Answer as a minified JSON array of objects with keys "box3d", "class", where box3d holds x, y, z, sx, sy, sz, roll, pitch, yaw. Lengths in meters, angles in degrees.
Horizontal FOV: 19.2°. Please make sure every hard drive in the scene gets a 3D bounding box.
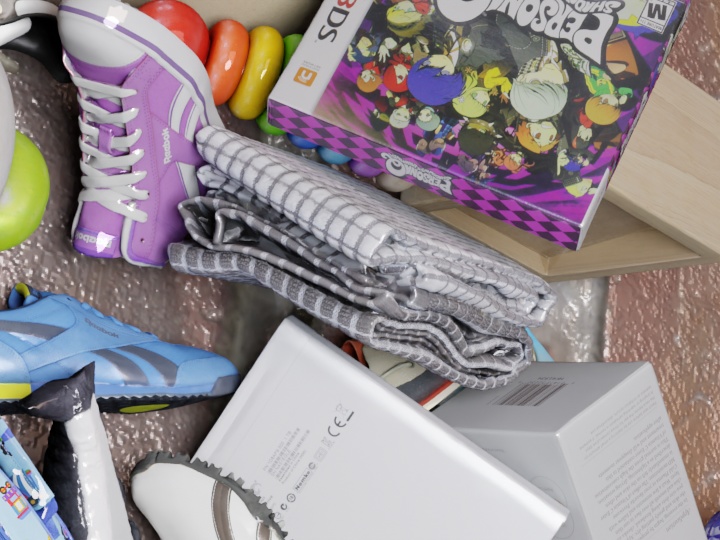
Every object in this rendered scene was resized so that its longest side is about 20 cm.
[{"box3d":[0.004,0.137,1.252,0.200,0.027,0.132,35,101,6],"class":"hard drive"}]

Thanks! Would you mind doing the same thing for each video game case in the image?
[{"box3d":[0.072,-0.126,1.258,0.200,0.036,0.181,23,64,10],"class":"video game case"}]

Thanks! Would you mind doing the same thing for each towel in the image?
[{"box3d":[0.000,0.000,1.255,0.200,0.165,0.086,16,101,-56],"class":"towel"}]

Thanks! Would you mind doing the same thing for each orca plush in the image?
[{"box3d":[-0.170,0.153,1.189,0.105,0.071,0.200,-84,166,-56],"class":"orca plush"}]

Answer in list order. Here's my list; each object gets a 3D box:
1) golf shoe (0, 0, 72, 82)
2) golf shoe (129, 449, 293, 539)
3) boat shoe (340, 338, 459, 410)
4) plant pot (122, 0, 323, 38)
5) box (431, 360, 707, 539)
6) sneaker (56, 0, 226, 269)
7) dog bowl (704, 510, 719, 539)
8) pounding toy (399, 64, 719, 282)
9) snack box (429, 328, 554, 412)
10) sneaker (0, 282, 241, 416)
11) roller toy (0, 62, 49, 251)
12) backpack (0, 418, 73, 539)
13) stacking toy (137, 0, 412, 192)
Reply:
[{"box3d":[-0.227,-0.174,1.213,0.200,0.078,0.095,20,63,-28],"class":"golf shoe"},{"box3d":[-0.073,0.188,1.200,0.200,0.078,0.094,44,57,13],"class":"golf shoe"},{"box3d":[0.004,0.074,1.336,0.200,0.071,0.063,-38,98,-29],"class":"boat shoe"},{"box3d":[-0.061,-0.246,1.319,0.200,0.134,0.201,8,75,-33],"class":"plant pot"},{"box3d":[0.135,0.165,1.319,0.097,0.124,0.200,-32,110,-38],"class":"box"},{"box3d":[-0.135,-0.068,1.220,0.114,0.073,0.201,-62,151,-20],"class":"sneaker"},{"box3d":[0.288,0.255,1.428,0.200,0.079,0.201,21,67,-59],"class":"dog bowl"},{"box3d":[0.117,-0.091,1.392,0.184,0.200,0.142,26,66,-42],"class":"pounding toy"},{"box3d":[0.071,0.135,1.382,0.116,0.037,0.200,51,58,-17],"class":"snack box"},{"box3d":[-0.157,0.043,1.233,0.200,0.066,0.079,3,74,-33],"class":"sneaker"},{"box3d":[-0.285,-0.066,1.125,0.182,0.140,0.200,-32,89,-29],"class":"roller toy"},{"box3d":[-0.223,0.135,1.085,0.134,0.200,0.183,-39,101,-31],"class":"backpack"},{"box3d":[-0.050,-0.118,1.303,0.200,0.085,0.086,19,69,-16],"class":"stacking toy"}]
